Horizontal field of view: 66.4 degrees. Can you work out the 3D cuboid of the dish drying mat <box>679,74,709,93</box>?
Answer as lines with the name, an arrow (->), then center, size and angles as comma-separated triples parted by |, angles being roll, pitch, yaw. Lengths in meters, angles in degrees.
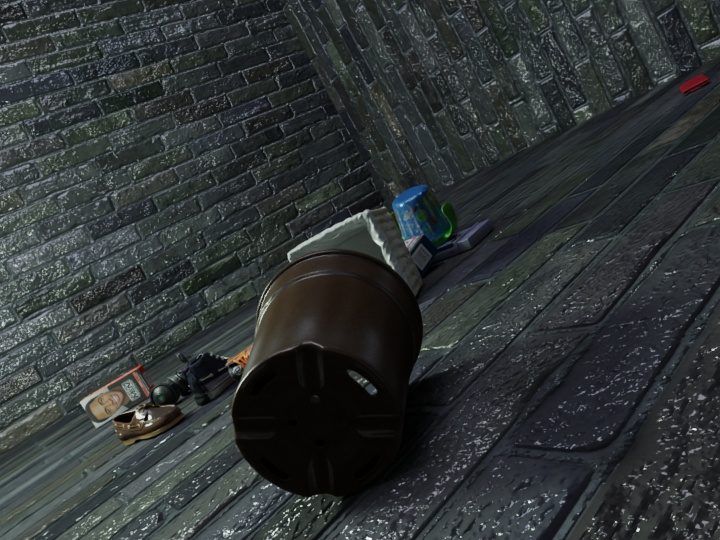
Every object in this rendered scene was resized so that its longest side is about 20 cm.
dish drying mat -> 1.052, -0.587, 1.737 | 0.077, 0.018, 0.200 | -26, 8, 32

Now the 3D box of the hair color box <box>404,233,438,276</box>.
hair color box -> 0.084, -0.014, 1.298 | 0.100, 0.061, 0.200 | -52, 17, -28

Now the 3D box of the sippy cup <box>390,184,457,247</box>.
sippy cup -> 0.145, -0.130, 1.327 | 0.177, 0.131, 0.140 | -22, 22, 21

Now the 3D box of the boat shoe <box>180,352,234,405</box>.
boat shoe -> -0.325, 0.218, 1.266 | 0.074, 0.093, 0.200 | -26, 8, 25

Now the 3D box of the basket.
basket -> 0.000, 0.000, 1.105 | 0.197, 0.201, 0.161 | -26, 2, 22

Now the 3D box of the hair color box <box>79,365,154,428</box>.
hair color box -> -0.766, 0.399, 1.747 | 0.199, 0.102, 0.061 | -31, 7, -9

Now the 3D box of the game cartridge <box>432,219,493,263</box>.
game cartridge -> 0.211, -0.060, 1.330 | 0.199, 0.039, 0.129 | -23, 5, 45

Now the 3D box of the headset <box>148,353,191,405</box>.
headset -> -0.484, 0.289, 1.401 | 0.200, 0.094, 0.123 | -39, 2, 29

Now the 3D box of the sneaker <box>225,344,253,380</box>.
sneaker -> -0.221, 0.193, 1.161 | 0.112, 0.078, 0.200 | -36, -2, -19

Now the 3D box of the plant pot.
plant pot -> -0.033, 0.103, 0.558 | 0.199, 0.201, 0.198 | -28, 14, 13

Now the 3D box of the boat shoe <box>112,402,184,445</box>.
boat shoe -> -0.468, 0.324, 1.191 | 0.199, 0.071, 0.070 | -25, 7, 27
